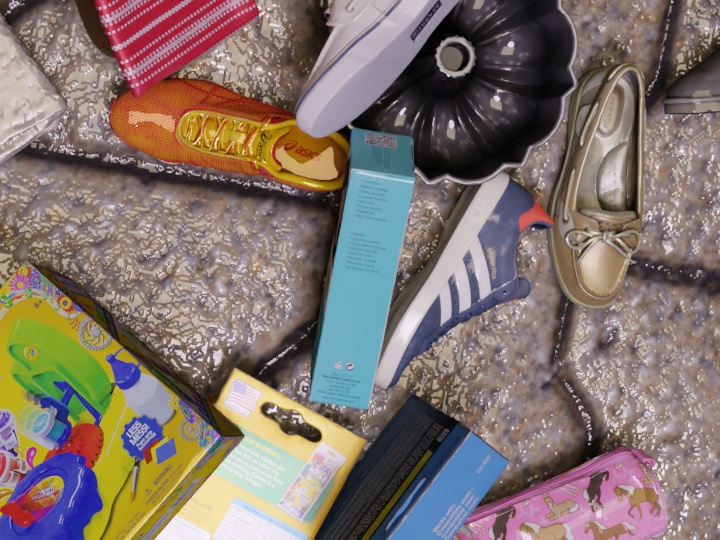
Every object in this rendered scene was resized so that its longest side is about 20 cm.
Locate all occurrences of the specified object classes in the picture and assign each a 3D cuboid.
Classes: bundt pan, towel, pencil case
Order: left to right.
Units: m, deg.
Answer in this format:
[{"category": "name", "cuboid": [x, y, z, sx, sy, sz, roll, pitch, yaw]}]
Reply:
[{"category": "towel", "cuboid": [-0.329, -0.164, 1.162, 0.132, 0.034, 0.200, -35, 97, -8]}, {"category": "towel", "cuboid": [-0.150, -0.248, 1.126, 0.145, 0.022, 0.200, -40, 126, -37]}, {"category": "bundt pan", "cuboid": [0.067, -0.167, 1.209, 0.202, 0.076, 0.202, -1, 94, -10]}, {"category": "pencil case", "cuboid": [0.152, 0.211, 1.243, 0.200, 0.087, 0.083, -20, 65, -9]}]

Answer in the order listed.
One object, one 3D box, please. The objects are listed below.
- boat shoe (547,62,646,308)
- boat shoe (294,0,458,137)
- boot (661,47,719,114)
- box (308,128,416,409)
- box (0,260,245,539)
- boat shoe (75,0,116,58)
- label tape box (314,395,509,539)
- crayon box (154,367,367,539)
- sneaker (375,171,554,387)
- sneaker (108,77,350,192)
[{"category": "boat shoe", "cuboid": [0.200, -0.068, 1.245, 0.073, 0.063, 0.201, 8, 91, -10]}, {"category": "boat shoe", "cuboid": [0.009, -0.190, 1.134, 0.070, 0.071, 0.200, 39, 89, 18]}, {"category": "boot", "cuboid": [0.309, -0.238, 1.252, 0.182, 0.073, 0.200, -18, 103, -22]}, {"category": "box", "cuboid": [0.000, 0.000, 1.164, 0.049, 0.082, 0.200, 9, 117, -4]}, {"category": "box", "cuboid": [-0.228, 0.134, 1.125, 0.193, 0.122, 0.200, 40, 88, 7]}, {"category": "boat shoe", "cuboid": [-0.176, -0.264, 1.160, 0.072, 0.072, 0.200, -21, 117, -41]}, {"category": "label tape box", "cuboid": [0.040, 0.180, 1.160, 0.063, 0.200, 0.144, 38, 86, -10]}, {"category": "crayon box", "cuboid": [-0.099, 0.190, 1.212, 0.126, 0.052, 0.200, 30, 88, -10]}, {"category": "sneaker", "cuboid": [0.086, 0.020, 1.224, 0.084, 0.075, 0.200, 33, 88, -9]}, {"category": "sneaker", "cuboid": [-0.095, -0.109, 1.185, 0.200, 0.077, 0.073, 10, 93, -9]}]
